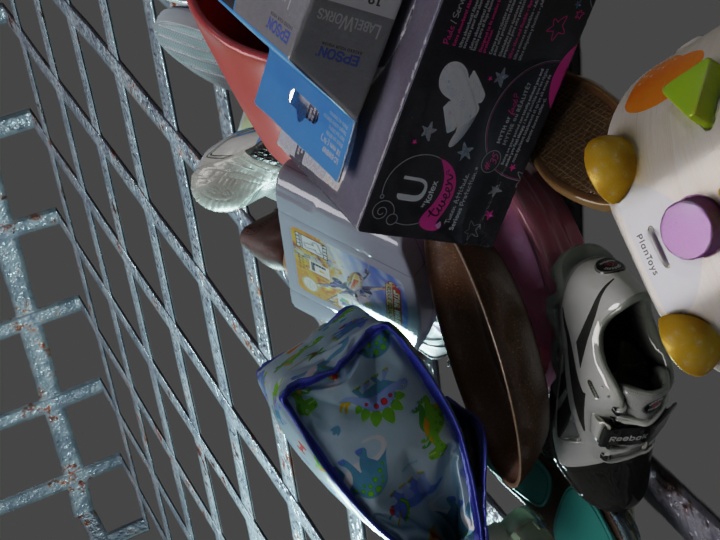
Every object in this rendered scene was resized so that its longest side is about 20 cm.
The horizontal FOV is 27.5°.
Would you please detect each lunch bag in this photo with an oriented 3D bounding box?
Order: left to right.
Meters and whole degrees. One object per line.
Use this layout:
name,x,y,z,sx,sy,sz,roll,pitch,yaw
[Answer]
lunch bag,0.024,0.135,1.124,0.201,0.127,0.170,58,175,-7

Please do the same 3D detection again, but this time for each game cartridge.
game cartridge,0.000,0.000,1.183,0.133,0.042,0.200,31,154,20

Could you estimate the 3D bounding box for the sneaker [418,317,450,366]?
sneaker,0.031,0.002,1.304,0.200,0.077,0.140,57,157,33

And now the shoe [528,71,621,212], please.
shoe,0.133,-0.096,0.964,0.070,0.053,0.200,-56,44,13

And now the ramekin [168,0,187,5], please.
ramekin,-0.136,-0.322,1.268,0.094,0.201,0.204,-164,54,-83

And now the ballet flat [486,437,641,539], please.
ballet flat,0.168,0.174,1.117,0.200,0.074,0.075,51,154,43

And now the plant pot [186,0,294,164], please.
plant pot,-0.023,-0.176,1.124,0.201,0.200,0.178,58,169,31

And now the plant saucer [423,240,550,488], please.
plant saucer,0.093,0.053,1.044,0.200,0.036,0.202,164,90,-83

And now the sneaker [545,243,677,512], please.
sneaker,0.173,0.089,0.995,0.088,0.074,0.201,-141,34,-60

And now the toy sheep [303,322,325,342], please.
toy sheep,-0.006,0.109,1.440,0.138,0.137,0.200,63,165,17

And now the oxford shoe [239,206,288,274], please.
oxford shoe,-0.046,-0.040,1.356,0.200,0.072,0.072,-17,-57,-71

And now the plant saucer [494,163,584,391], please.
plant saucer,0.114,-0.006,1.102,0.201,0.051,0.201,54,155,39

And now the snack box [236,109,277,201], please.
snack box,-0.061,-0.117,1.399,0.116,0.037,0.200,25,158,-3

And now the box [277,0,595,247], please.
box,0.044,-0.136,0.937,0.132,0.114,0.201,47,122,48

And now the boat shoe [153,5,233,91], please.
boat shoe,-0.079,-0.192,1.280,0.199,0.067,0.074,23,151,7

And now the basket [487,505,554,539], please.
basket,0.156,0.302,1.172,0.176,0.139,0.201,44,160,46

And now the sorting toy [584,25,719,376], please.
sorting toy,0.220,-0.047,0.729,0.180,0.106,0.201,-35,75,51

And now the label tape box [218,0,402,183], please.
label tape box,-0.034,-0.177,0.904,0.144,0.063,0.201,46,121,53

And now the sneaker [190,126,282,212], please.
sneaker,-0.072,-0.106,1.311,0.199,0.073,0.072,-14,128,39
